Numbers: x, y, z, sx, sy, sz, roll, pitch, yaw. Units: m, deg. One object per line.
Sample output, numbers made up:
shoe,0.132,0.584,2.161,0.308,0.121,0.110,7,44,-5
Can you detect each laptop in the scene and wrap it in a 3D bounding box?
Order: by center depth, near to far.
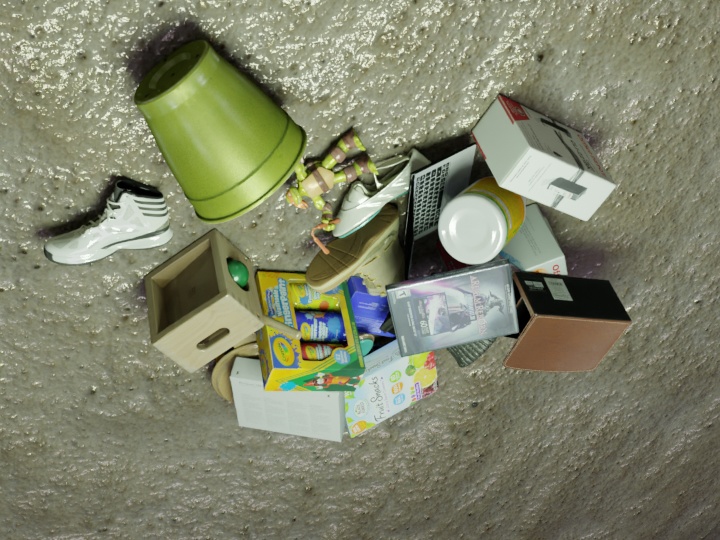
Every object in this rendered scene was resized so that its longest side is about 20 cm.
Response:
laptop,0.127,-0.071,1.585,0.198,0.116,0.188,-27,151,-19

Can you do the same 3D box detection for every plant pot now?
plant pot,-0.207,-0.206,1.366,0.199,0.201,0.194,-30,123,12

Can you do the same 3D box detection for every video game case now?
video game case,0.148,0.062,1.559,0.197,0.019,0.144,-12,126,4

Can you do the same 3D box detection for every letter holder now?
letter holder,0.334,0.094,1.682,0.197,0.101,0.143,5,132,-24

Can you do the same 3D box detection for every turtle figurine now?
turtle figurine,-0.055,-0.139,1.548,0.160,0.064,0.201,-30,111,1

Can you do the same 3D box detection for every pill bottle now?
pill bottle,0.207,-0.090,1.594,0.110,0.200,0.113,7,110,22

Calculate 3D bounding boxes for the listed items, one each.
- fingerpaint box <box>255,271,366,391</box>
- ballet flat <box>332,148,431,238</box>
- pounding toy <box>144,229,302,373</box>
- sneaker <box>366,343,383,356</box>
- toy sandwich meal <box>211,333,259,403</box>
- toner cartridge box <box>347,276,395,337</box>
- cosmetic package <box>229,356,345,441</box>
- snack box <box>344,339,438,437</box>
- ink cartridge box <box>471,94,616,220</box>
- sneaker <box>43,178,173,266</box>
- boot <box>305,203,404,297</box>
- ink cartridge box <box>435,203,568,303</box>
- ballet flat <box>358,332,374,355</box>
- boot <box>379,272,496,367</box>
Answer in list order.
fingerpaint box,-0.093,0.103,1.675,0.164,0.202,0.074,3,141,-20
ballet flat,0.025,-0.132,1.599,0.199,0.070,0.070,-33,135,8
pounding toy,-0.227,0.059,1.603,0.199,0.185,0.142,-32,135,13
sneaker,0.012,0.217,1.912,0.070,0.083,0.201,-2,133,-17
toy sandwich meal,-0.188,0.173,1.816,0.202,0.071,0.207,-9,138,-8
toner cartridge box,0.053,0.074,1.815,0.198,0.043,0.095,12,129,-28
cosmetic package,-0.127,0.232,1.757,0.197,0.052,0.152,8,140,8
snack box,0.048,0.211,1.841,0.198,0.053,0.143,-26,134,-14
ink cartridge box,0.295,-0.179,1.576,0.198,0.145,0.084,18,125,-33
sneaker,-0.393,-0.084,1.503,0.198,0.076,0.117,-14,128,-17
boot,0.000,0.000,1.669,0.200,0.072,0.156,-44,144,-21
ink cartridge box,0.258,0.006,1.745,0.198,0.146,0.146,-22,136,2
ballet flat,-0.040,0.155,1.835,0.070,0.066,0.200,10,140,-31
boot,0.131,0.102,1.691,0.157,0.080,0.211,40,153,-7
